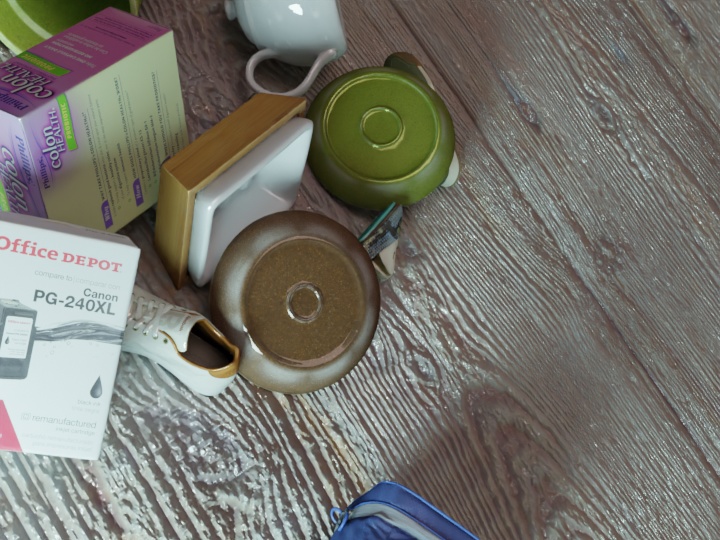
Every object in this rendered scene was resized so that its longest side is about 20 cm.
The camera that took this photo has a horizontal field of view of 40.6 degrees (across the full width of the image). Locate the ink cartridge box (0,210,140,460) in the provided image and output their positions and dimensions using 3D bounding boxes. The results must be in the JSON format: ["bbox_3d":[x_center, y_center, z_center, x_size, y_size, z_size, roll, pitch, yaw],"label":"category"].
[{"bbox_3d":[-0.294,0.057,0.890,0.143,0.083,0.204,11,92,-23],"label":"ink cartridge box"}]

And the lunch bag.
[{"bbox_3d":[0.047,0.304,0.973,0.199,0.136,0.133,38,52,-5],"label":"lunch bag"}]

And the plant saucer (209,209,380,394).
[{"bbox_3d":[-0.065,0.035,1.062,0.197,0.037,0.205,0,89,-20],"label":"plant saucer"}]

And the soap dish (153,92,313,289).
[{"bbox_3d":[-0.143,-0.093,1.075,0.081,0.158,0.200,34,51,13],"label":"soap dish"}]

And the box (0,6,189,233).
[{"bbox_3d":[-0.278,-0.137,0.988,0.096,0.178,0.200,23,47,26],"label":"box"}]

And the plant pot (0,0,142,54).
[{"bbox_3d":[-0.311,-0.356,1.107,0.199,0.201,0.186,31,42,-11],"label":"plant pot"}]

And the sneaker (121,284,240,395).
[{"bbox_3d":[-0.208,0.050,0.998,0.198,0.085,0.074,29,55,-11],"label":"sneaker"}]

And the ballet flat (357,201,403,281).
[{"bbox_3d":[0.000,0.000,1.155,0.074,0.074,0.200,46,61,0],"label":"ballet flat"}]

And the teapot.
[{"bbox_3d":[-0.101,-0.341,1.232,0.143,0.200,0.201,-14,29,3],"label":"teapot"}]

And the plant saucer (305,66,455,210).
[{"bbox_3d":[0.025,-0.176,1.234,0.196,0.031,0.204,1,71,-3],"label":"plant saucer"}]

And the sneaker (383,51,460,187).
[{"bbox_3d":[0.060,-0.201,1.292,0.089,0.067,0.203,-11,74,-39],"label":"sneaker"}]
